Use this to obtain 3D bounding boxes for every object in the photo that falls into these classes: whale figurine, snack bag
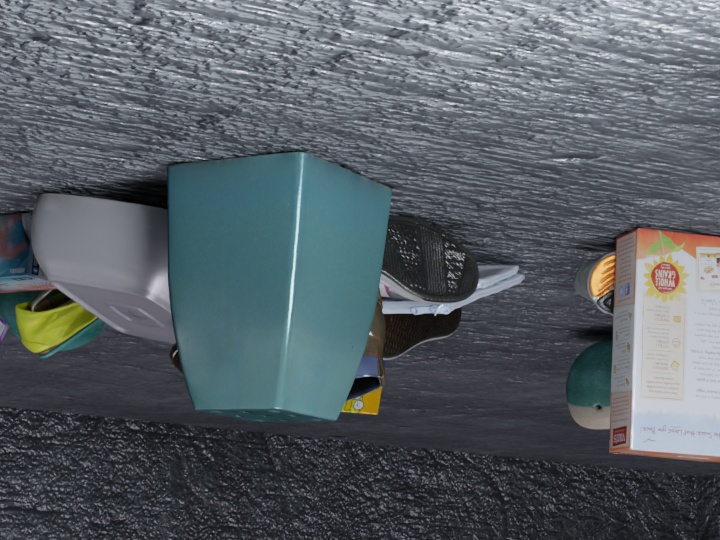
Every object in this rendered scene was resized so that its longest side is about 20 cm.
[{"bbox_3d":[-0.316,0.035,1.940,0.157,0.105,0.200,3,173,-3],"label":"whale figurine"},{"bbox_3d":[0.041,0.018,1.810,0.187,0.022,0.200,0,-171,27],"label":"snack bag"},{"bbox_3d":[0.336,0.127,2.291,0.158,0.105,0.199,-5,-169,35],"label":"whale figurine"}]

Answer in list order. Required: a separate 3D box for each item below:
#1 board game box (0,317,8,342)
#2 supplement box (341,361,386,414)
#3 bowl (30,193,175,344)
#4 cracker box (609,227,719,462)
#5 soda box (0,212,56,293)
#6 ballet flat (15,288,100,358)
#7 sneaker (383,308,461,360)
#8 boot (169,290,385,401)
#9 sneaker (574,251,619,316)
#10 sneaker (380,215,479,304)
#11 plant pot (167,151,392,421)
[{"bbox_3d":[-0.443,0.032,1.737,0.104,0.104,0.201,-3,140,31],"label":"board game box"},{"bbox_3d":[-0.078,0.087,2.051,0.198,0.110,0.110,6,-168,-16],"label":"supplement box"},{"bbox_3d":[-0.195,0.008,1.671,0.198,0.075,0.200,10,161,32],"label":"bowl"},{"bbox_3d":[0.299,0.070,1.667,0.133,0.202,0.058,6,170,-14],"label":"cracker box"},{"bbox_3d":[-0.374,-0.013,1.805,0.198,0.064,0.068,-5,167,33],"label":"soda box"},{"bbox_3d":[-0.253,0.012,1.819,0.199,0.067,0.067,-30,-162,-7],"label":"ballet flat"},{"bbox_3d":[0.020,0.052,1.957,0.084,0.074,0.199,11,-172,36],"label":"sneaker"},{"bbox_3d":[-0.070,0.078,1.614,0.198,0.098,0.075,-19,148,8],"label":"boot"},{"bbox_3d":[0.298,0.012,1.759,0.198,0.077,0.092,9,-177,-16],"label":"sneaker"},{"bbox_3d":[0.000,0.000,1.696,0.198,0.084,0.121,14,162,-15],"label":"sneaker"},{"bbox_3d":[-0.070,0.021,1.516,0.140,0.202,0.141,-4,168,32],"label":"plant pot"}]
